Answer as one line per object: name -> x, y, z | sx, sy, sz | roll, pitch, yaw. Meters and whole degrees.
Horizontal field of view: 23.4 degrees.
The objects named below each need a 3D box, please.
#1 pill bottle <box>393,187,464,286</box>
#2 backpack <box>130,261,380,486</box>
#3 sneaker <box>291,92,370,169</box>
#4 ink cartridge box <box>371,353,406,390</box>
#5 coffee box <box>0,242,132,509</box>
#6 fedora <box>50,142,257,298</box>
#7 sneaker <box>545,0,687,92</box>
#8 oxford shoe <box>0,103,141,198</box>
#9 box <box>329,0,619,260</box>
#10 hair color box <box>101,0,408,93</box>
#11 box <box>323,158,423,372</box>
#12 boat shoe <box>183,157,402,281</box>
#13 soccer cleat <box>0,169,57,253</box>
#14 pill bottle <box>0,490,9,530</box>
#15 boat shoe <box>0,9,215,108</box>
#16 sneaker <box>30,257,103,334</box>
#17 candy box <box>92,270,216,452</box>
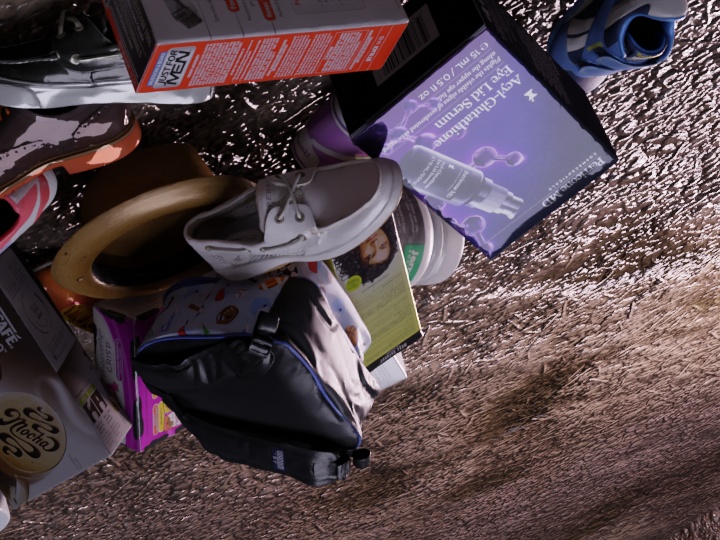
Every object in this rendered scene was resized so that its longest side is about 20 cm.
pill bottle -> -0.003, -0.033, 1.662 | 0.199, 0.114, 0.113 | -2, 149, -41
backpack -> -0.094, 0.074, 1.517 | 0.189, 0.155, 0.201 | -6, 132, 27
sneaker -> 0.026, -0.112, 1.583 | 0.200, 0.073, 0.114 | 12, 143, -37
ink cartridge box -> -0.073, 0.084, 1.824 | 0.199, 0.083, 0.147 | -25, 128, 8
coffee box -> -0.307, 0.092, 1.534 | 0.113, 0.201, 0.080 | -28, -168, 15
fedora -> -0.180, -0.050, 1.501 | 0.199, 0.082, 0.201 | -18, 158, -7
sneaker -> 0.226, -0.206, 1.537 | 0.074, 0.083, 0.200 | -13, 157, -24
oxford shoe -> -0.274, -0.105, 1.342 | 0.199, 0.071, 0.073 | -20, 131, -6
box -> 0.095, -0.130, 1.446 | 0.148, 0.105, 0.200 | -39, 128, 18
hair color box -> -0.079, -0.196, 1.243 | 0.199, 0.111, 0.064 | -8, 153, -29
box -> 0.000, 0.000, 1.565 | 0.075, 0.050, 0.201 | -34, 137, -17
boat shoe -> -0.059, -0.046, 1.396 | 0.199, 0.071, 0.069 | -23, 145, 31
soccer cleat -> -0.331, -0.020, 1.418 | 0.200, 0.068, 0.073 | -38, -169, 23
pill bottle -> -0.393, 0.149, 1.586 | 0.114, 0.201, 0.114 | -19, 157, -9
boat shoe -> -0.203, -0.160, 1.275 | 0.199, 0.071, 0.064 | -4, 118, -19
sneaker -> -0.240, 0.029, 1.626 | 0.199, 0.078, 0.073 | 6, 146, -46
candy box -> -0.162, 0.068, 1.644 | 0.200, 0.061, 0.137 | -25, 124, -46
